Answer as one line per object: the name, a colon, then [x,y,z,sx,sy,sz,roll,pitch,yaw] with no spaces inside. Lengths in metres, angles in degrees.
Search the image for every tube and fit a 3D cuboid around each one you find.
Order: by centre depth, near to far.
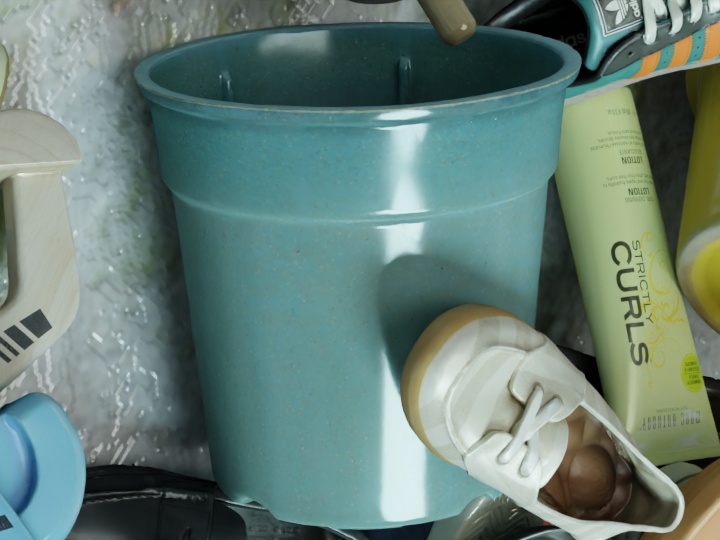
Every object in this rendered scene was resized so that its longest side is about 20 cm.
tube: [0.142,0.004,1.119,0.058,0.052,0.201,-12,79,3]

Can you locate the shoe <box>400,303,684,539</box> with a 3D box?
shoe: [0.084,0.071,0.923,0.200,0.053,0.070,38,78,-51]

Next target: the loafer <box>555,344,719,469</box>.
loafer: [0.144,0.096,1.149,0.199,0.073,0.072,13,58,-29]

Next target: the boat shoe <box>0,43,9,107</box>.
boat shoe: [-0.219,-0.028,0.861,0.066,0.072,0.201,45,72,-37]

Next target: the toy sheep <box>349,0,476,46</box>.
toy sheep: [-0.001,-0.192,0.977,0.137,0.138,0.200,-29,78,-32]

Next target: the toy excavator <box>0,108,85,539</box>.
toy excavator: [-0.163,0.055,0.897,0.200,0.100,0.195,-37,95,-33]

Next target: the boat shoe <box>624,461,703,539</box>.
boat shoe: [0.164,0.175,1.150,0.074,0.068,0.201,-17,129,-15]

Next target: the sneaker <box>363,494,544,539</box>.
sneaker: [0.020,0.168,1.074,0.075,0.085,0.201,17,108,-39]

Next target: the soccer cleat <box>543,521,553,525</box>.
soccer cleat: [0.106,0.210,1.122,0.068,0.073,0.201,-15,110,6]

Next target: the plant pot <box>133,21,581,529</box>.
plant pot: [0.000,0.000,0.973,0.199,0.200,0.198,-14,111,-36]

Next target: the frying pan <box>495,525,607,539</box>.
frying pan: [0.058,0.199,1.040,0.114,0.031,0.191,17,111,-39]

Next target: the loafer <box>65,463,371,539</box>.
loafer: [-0.078,0.128,0.986,0.200,0.070,0.069,6,90,-37]

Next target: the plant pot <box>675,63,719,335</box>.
plant pot: [0.256,-0.056,1.129,0.201,0.200,0.190,46,56,-31]

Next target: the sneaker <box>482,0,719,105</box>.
sneaker: [0.145,-0.130,1.055,0.080,0.199,0.072,-9,77,-68]

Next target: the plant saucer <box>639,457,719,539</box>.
plant saucer: [0.191,0.164,1.079,0.199,0.037,0.201,-24,131,-30]
